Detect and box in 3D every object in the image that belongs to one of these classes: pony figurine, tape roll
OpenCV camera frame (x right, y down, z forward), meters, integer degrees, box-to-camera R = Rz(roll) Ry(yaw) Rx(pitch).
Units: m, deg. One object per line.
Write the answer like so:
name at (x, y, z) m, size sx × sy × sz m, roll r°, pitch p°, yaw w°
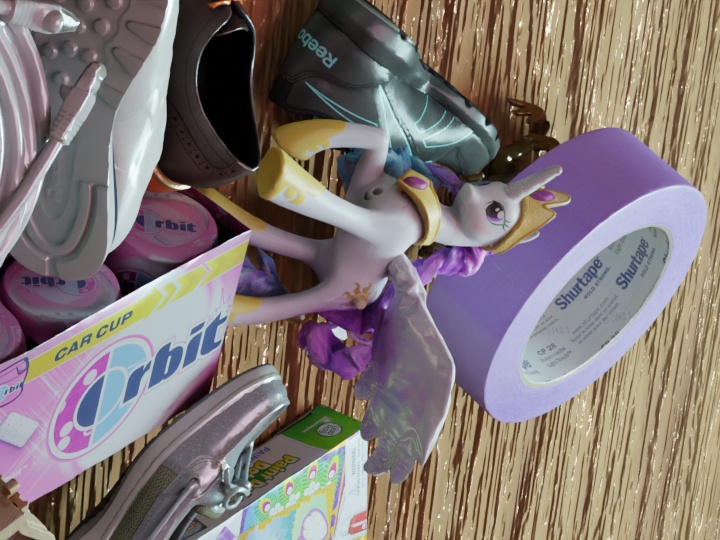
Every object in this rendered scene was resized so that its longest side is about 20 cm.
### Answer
pony figurine at (0.000, 0.000, 1.196) m, size 0.200 × 0.167 × 0.193 m, roll 8°, pitch 130°, yaw -32°
tape roll at (0.134, 0.005, 1.412) m, size 0.200 × 0.066 × 0.200 m, roll -34°, pitch 152°, yaw -21°

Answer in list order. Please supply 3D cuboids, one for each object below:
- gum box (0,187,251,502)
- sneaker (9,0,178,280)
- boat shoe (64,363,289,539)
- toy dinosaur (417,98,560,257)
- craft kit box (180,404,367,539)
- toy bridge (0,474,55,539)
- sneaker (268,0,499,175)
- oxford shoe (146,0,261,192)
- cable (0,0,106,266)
gum box at (-0.151, 0.042, 1.050) m, size 0.200 × 0.066 × 0.114 m, roll -31°, pitch 147°, yaw -45°
sneaker at (-0.117, -0.096, 0.976) m, size 0.081 × 0.076 × 0.200 m, roll -45°, pitch 155°, yaw -60°
boat shoe at (-0.104, 0.135, 1.141) m, size 0.202 × 0.065 × 0.074 m, roll -48°, pitch 174°, yaw -4°
toy dinosaur at (0.105, -0.056, 1.425) m, size 0.200 × 0.060 × 0.106 m, roll -15°, pitch 140°, yaw -44°
craft kit box at (-0.071, 0.210, 1.304) m, size 0.197 × 0.048 × 0.200 m, roll -29°, pitch 129°, yaw -42°
toy bridge at (-0.179, 0.148, 1.036) m, size 0.067 × 0.027 × 0.200 m, roll -38°, pitch 165°, yaw -33°
sneaker at (0.012, -0.096, 1.257) m, size 0.079 × 0.075 × 0.200 m, roll -49°, pitch 144°, yaw 3°
oxford shoe at (-0.084, -0.139, 1.047) m, size 0.071 × 0.072 × 0.200 m, roll -22°, pitch 107°, yaw -50°
cable at (-0.225, -0.050, 0.877) m, size 0.200 × 0.069 × 0.200 m, roll 24°, pitch 95°, yaw -41°
